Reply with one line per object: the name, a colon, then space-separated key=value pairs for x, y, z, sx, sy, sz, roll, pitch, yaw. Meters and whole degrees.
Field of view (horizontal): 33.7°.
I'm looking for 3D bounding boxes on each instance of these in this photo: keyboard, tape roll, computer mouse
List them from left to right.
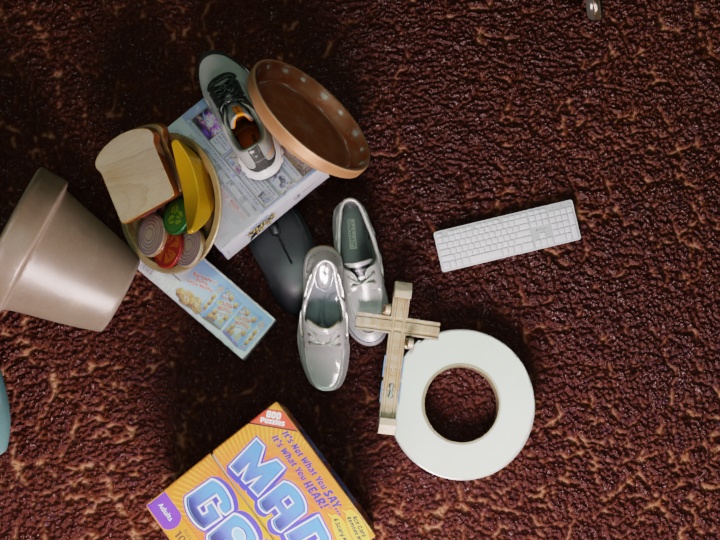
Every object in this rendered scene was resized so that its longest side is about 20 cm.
computer mouse: x=-0.111 y=-0.029 z=1.620 sx=0.138 sy=0.053 sz=0.201 roll=-32 pitch=83 yaw=-4
tape roll: x=0.134 y=0.179 z=1.599 sx=0.200 sy=0.037 sz=0.205 roll=0 pitch=83 yaw=0
keyboard: x=0.203 y=-0.048 z=1.643 sx=0.198 sy=0.011 sz=0.057 roll=-13 pitch=82 yaw=-1

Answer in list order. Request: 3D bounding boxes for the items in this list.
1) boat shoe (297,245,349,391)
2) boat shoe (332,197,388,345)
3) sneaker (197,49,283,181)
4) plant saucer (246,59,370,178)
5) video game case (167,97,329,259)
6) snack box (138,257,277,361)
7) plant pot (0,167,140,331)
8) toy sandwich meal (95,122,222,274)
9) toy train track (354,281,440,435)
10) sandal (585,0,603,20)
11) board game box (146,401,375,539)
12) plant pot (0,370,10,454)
boat shoe: x=-0.051 y=0.072 z=1.571 sx=0.070 sy=0.069 sz=0.202 roll=-4 pitch=105 yaw=-2
boat shoe: x=0.000 y=0.000 z=1.609 sx=0.071 sy=0.066 sz=0.202 roll=-5 pitch=82 yaw=-1
sneaker: x=-0.162 y=-0.218 z=1.577 sx=0.073 sy=0.079 sz=0.201 roll=-29 pitch=67 yaw=1
plant saucer: x=-0.071 y=-0.198 z=1.584 sx=0.201 sy=0.200 sz=0.032 roll=48 pitch=116 yaw=6
video game case: x=-0.171 y=-0.146 z=1.619 sx=0.181 sy=0.045 sz=0.200 roll=-39 pitch=69 yaw=-4
snack box: x=-0.211 y=0.032 z=1.627 sx=0.200 sy=0.024 sz=0.072 roll=40 pitch=83 yaw=5
plant pot: x=-0.392 y=-0.006 z=1.565 sx=0.174 sy=0.200 sz=0.202 roll=30 pitch=83 yaw=-13
toy sandwich meal: x=-0.266 y=-0.095 z=1.564 sx=0.203 sy=0.070 sz=0.208 roll=2 pitch=94 yaw=33
toy train track: x=0.046 y=0.115 z=1.568 sx=0.113 sy=0.033 sz=0.202 roll=7 pitch=85 yaw=-6
sandal: x=0.293 y=-0.443 z=1.676 sx=0.054 sy=0.082 sz=0.202 roll=-17 pitch=89 yaw=20
board game box: x=-0.118 y=0.309 z=1.498 sx=0.199 sy=0.200 sz=0.201 roll=-38 pitch=83 yaw=-5
plant pot: x=-0.544 y=0.185 z=1.528 sx=0.199 sy=0.201 sz=0.162 roll=-22 pitch=94 yaw=-3
